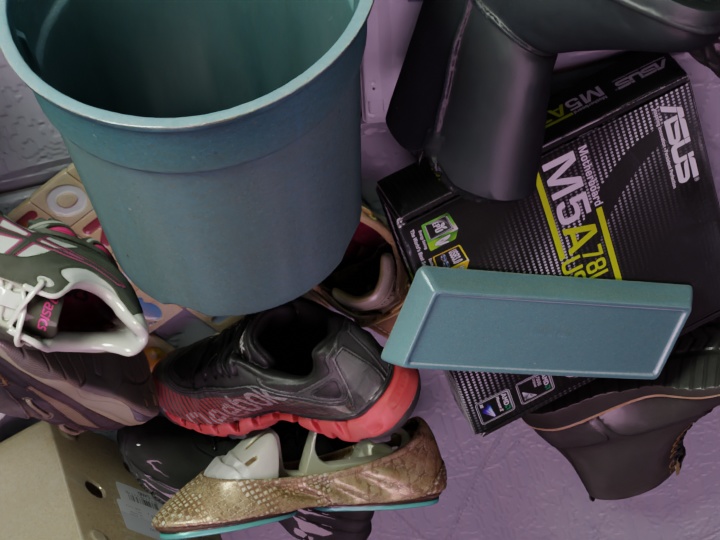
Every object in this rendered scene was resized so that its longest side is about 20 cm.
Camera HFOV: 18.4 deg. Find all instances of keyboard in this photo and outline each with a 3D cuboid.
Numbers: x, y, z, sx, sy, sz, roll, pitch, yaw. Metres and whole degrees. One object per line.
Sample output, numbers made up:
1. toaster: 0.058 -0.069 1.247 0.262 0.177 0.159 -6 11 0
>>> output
1. keyboard: 0.025 -0.162 1.262 0.056 0.011 0.200 -8 134 -4

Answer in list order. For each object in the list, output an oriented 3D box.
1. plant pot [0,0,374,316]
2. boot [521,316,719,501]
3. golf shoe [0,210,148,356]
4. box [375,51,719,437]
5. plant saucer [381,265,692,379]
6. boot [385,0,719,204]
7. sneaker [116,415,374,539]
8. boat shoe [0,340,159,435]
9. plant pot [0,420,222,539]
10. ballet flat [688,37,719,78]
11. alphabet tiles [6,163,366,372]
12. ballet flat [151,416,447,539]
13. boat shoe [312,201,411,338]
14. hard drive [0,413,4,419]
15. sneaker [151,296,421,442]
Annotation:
1. plant pot: -0.081 -0.089 1.206 0.200 0.200 0.196 -6 141 1
2. boot: 0.217 0.090 1.482 0.200 0.078 0.138 -11 139 24
3. golf shoe: -0.204 0.000 1.216 0.200 0.088 0.077 12 106 -38
4. box: 0.125 -0.015 1.348 0.193 0.048 0.200 -24 132 -4
5. plant saucer: 0.112 0.036 1.339 0.200 0.019 0.070 4 124 -30
6. boot: 0.103 -0.109 1.192 0.076 0.200 0.168 -22 132 -43
7. sneaker: -0.067 0.121 1.491 0.200 0.076 0.091 15 121 -27
8. boat shoe: -0.203 0.058 1.349 0.073 0.075 0.200 -29 142 19
9. plant pot: -0.194 0.219 1.485 0.200 0.200 0.177 27 112 -34
10. ballet flat: 0.189 -0.157 1.261 0.200 0.057 0.067 31 82 -31
11. alphabet tiles: -0.123 -0.002 1.402 0.167 0.008 0.200 -35 127 26
12. ballet flat: -0.041 0.128 1.435 0.200 0.070 0.065 -7 97 -22
13. boat shoe: 0.000 0.000 1.368 0.074 0.066 0.200 -38 126 17
14. hard drive: -0.273 0.051 1.422 0.132 0.027 0.200 28 128 -28
15. sneaker: -0.062 0.057 1.378 0.200 0.071 0.098 -1 143 38
